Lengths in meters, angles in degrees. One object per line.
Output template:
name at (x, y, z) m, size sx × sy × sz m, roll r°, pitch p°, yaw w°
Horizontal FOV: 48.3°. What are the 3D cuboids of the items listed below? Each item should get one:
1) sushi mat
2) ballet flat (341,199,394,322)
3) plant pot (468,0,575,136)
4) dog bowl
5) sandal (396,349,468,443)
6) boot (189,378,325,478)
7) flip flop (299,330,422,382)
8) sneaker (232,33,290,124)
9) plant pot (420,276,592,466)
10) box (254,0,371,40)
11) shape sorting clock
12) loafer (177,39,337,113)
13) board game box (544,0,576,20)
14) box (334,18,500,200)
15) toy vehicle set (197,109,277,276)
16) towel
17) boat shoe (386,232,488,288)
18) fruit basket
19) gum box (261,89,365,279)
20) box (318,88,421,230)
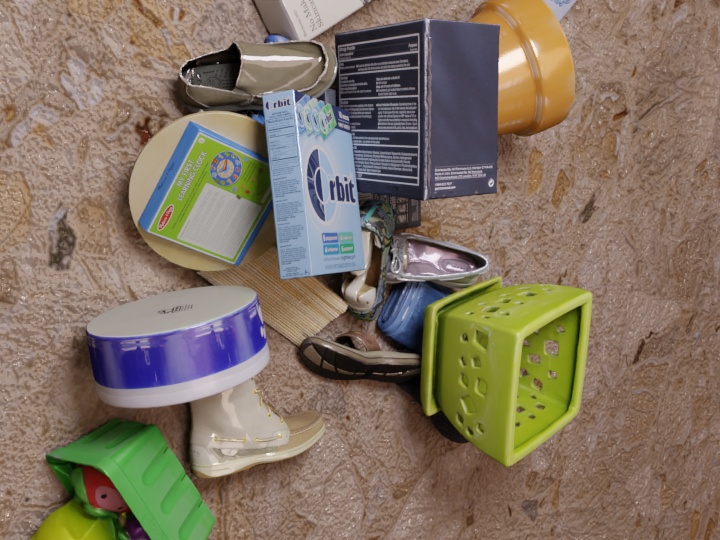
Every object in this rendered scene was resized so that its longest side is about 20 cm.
sushi mat at (-0.113, 0.024, 1.057) m, size 0.095 × 0.012 × 0.200 m, roll -40°, pitch 125°, yaw 14°
ballet flat at (0.000, 0.000, 1.088) m, size 0.073 × 0.074 × 0.203 m, roll -19°, pitch 131°, yaw -31°
plant pot at (0.172, -0.270, 1.142) m, size 0.181 × 0.200 × 0.203 m, roll -24°, pitch 111°, yaw -13°
dog bowl at (-0.206, 0.081, 0.916) m, size 0.198 × 0.199 × 0.080 m, roll -16°, pitch 104°, yaw -31°
sandal at (0.118, 0.189, 1.247) m, size 0.075 × 0.045 × 0.200 m, roll -40°, pitch 108°, yaw 12°
boot at (-0.137, 0.172, 1.060) m, size 0.197 × 0.072 × 0.158 m, roll -11°, pitch 101°, yaw -33°
flip flop at (0.002, 0.117, 1.149) m, size 0.197 × 0.081 × 0.058 m, roll 9°, pitch 57°, yaw -27°
sneaker at (-0.120, -0.195, 1.006) m, size 0.088 × 0.078 × 0.204 m, roll 3°, pitch 96°, yaw -37°
plant pot at (0.196, 0.122, 1.137) m, size 0.198 × 0.180 × 0.202 m, roll -19°, pitch 117°, yaw -42°
box at (-0.036, -0.369, 1.041) m, size 0.200 × 0.068 × 0.083 m, roll -41°, pitch 118°, yaw -23°
shape sorting clock at (-0.170, -0.090, 0.943) m, size 0.197 × 0.039 × 0.203 m, roll -11°, pitch 125°, yaw -15°
loafer at (-0.124, -0.229, 0.945) m, size 0.197 × 0.070 × 0.077 m, roll -12°, pitch 80°, yaw 2°
board game box at (0.279, -0.498, 1.256) m, size 0.199 × 0.043 × 0.201 m, roll -49°, pitch 121°, yaw -18°
box at (0.067, -0.198, 0.998) m, size 0.122 × 0.199 × 0.202 m, roll -9°, pitch 104°, yaw -32°
toy vehicle set at (-0.159, -0.089, 0.990) m, size 0.124 × 0.027 × 0.199 m, roll -43°, pitch 124°, yaw 16°
towel at (0.120, 0.083, 1.236) m, size 0.199 × 0.048 × 0.113 m, roll 31°, pitch 81°, yaw -34°
boat shoe at (0.083, -0.018, 1.151) m, size 0.199 × 0.065 × 0.076 m, roll 11°, pitch 73°, yaw -10°
fruit basket at (-0.298, 0.301, 0.933) m, size 0.214 × 0.154 × 0.220 m, roll 4°, pitch 85°, yaw -49°
gum box at (-0.051, -0.096, 0.946) m, size 0.170 × 0.044 × 0.204 m, roll -8°, pitch 93°, yaw -69°
box at (0.009, -0.152, 1.119) m, size 0.156 × 0.051 × 0.204 m, roll -12°, pitch 105°, yaw -33°
